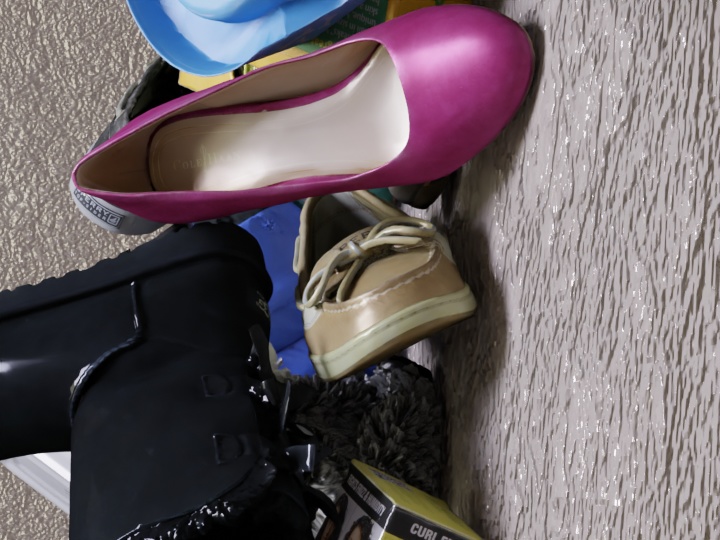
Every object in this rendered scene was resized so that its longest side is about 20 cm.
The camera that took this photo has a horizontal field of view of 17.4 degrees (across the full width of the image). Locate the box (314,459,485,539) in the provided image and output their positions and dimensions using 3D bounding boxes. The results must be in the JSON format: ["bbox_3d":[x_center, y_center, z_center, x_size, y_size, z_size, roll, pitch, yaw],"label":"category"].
[{"bbox_3d":[-0.020,0.179,0.923,0.200,0.050,0.075,-64,18,3],"label":"box"}]

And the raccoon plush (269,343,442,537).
[{"bbox_3d":[-0.034,0.099,1.018,0.200,0.134,0.097,-99,16,-58],"label":"raccoon plush"}]

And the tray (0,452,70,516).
[{"bbox_3d":[-0.131,0.107,1.152,0.022,0.200,0.107,-47,-36,-17],"label":"tray"}]

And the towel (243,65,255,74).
[{"bbox_3d":[-0.032,-0.077,1.280,0.200,0.018,0.086,12,-101,-78],"label":"towel"}]

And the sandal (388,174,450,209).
[{"bbox_3d":[0.015,-0.127,1.069,0.082,0.054,0.200,133,141,-77],"label":"sandal"}]

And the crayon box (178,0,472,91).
[{"bbox_3d":[-0.007,-0.158,1.005,0.126,0.052,0.200,27,115,39],"label":"crayon box"}]

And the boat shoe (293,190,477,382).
[{"bbox_3d":[0.002,-0.001,1.000,0.201,0.073,0.063,-101,-14,-83],"label":"boat shoe"}]

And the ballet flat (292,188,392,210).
[{"bbox_3d":[-0.013,-0.090,1.165,0.070,0.067,0.200,-44,-33,-60],"label":"ballet flat"}]

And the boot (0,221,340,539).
[{"bbox_3d":[-0.107,0.077,0.960,0.073,0.198,0.163,55,-163,-44],"label":"boot"}]

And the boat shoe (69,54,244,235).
[{"bbox_3d":[-0.080,-0.086,1.224,0.064,0.071,0.200,-57,-1,34],"label":"boat shoe"}]

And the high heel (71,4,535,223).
[{"bbox_3d":[-0.025,-0.060,0.933,0.200,0.096,0.067,-9,92,47],"label":"high heel"}]

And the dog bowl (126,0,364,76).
[{"bbox_3d":[-0.021,-0.155,0.947,0.200,0.050,0.112,-32,74,43],"label":"dog bowl"}]

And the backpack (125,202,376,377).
[{"bbox_3d":[-0.069,0.054,1.197,0.168,0.162,0.200,53,161,3],"label":"backpack"}]
